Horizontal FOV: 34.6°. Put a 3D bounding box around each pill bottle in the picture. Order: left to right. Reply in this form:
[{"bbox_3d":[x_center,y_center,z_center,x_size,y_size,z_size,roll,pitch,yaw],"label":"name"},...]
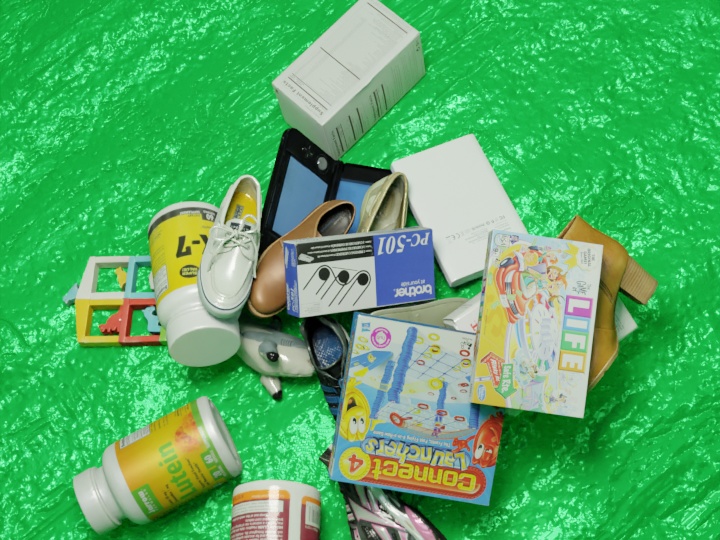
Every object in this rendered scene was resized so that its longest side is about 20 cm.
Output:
[{"bbox_3d":[-0.261,0.255,1.482,0.198,0.111,0.112,-28,65,-3],"label":"pill bottle"},{"bbox_3d":[-0.219,0.018,1.540,0.113,0.115,0.202,-16,56,2],"label":"pill bottle"},{"bbox_3d":[-0.106,0.367,1.406,0.112,0.114,0.203,-2,66,8],"label":"pill bottle"}]

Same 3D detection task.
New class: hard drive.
[{"bbox_3d":[0.141,-0.085,1.600,0.130,0.025,0.202,-20,65,-12],"label":"hard drive"}]

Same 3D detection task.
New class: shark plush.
[{"bbox_3d":[-0.133,0.095,1.578,0.083,0.092,0.199,-35,43,-28],"label":"shark plush"}]

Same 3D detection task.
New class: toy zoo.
[{"bbox_3d":[-0.325,0.043,1.634,0.197,0.021,0.133,-2,66,8],"label":"toy zoo"}]

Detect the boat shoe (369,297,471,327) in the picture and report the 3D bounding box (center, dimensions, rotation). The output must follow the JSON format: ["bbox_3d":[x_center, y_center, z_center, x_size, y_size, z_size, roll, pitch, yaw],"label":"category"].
[{"bbox_3d":[0.092,0.077,1.525,0.196,0.066,0.076,-7,90,-13],"label":"boat shoe"}]

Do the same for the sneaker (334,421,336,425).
[{"bbox_3d":[0.073,0.193,1.486,0.198,0.060,0.105,19,72,21],"label":"sneaker"}]

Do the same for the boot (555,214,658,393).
[{"bbox_3d":[0.255,0.048,1.402,0.143,0.071,0.202,34,83,-1],"label":"boot"}]

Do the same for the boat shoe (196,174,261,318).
[{"bbox_3d":[-0.157,-0.041,1.475,0.074,0.086,0.204,17,52,-8],"label":"boat shoe"}]

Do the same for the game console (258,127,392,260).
[{"bbox_3d":[-0.035,-0.079,1.592,0.115,0.175,0.203,-6,61,38],"label":"game console"}]

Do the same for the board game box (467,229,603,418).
[{"bbox_3d":[0.204,0.062,1.347,0.132,0.034,0.203,7,86,-3],"label":"board game box"}]

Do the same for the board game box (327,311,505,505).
[{"bbox_3d":[0.073,0.165,1.385,0.197,0.056,0.199,9,91,-4],"label":"board game box"}]

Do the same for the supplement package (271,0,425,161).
[{"bbox_3d":[-0.015,-0.278,1.674,0.200,0.110,0.114,-44,67,-11],"label":"supplement package"}]

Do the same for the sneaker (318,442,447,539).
[{"bbox_3d":[0.010,0.301,1.439,0.086,0.080,0.200,-48,62,-1],"label":"sneaker"}]

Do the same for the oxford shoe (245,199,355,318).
[{"bbox_3d":[-0.078,-0.022,1.509,0.071,0.071,0.201,42,70,-11],"label":"oxford shoe"}]

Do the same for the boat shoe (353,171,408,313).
[{"bbox_3d":[0.027,-0.035,1.561,0.072,0.063,0.203,21,67,-17],"label":"boat shoe"}]

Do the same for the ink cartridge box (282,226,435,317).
[{"bbox_3d":[0.000,0.000,1.489,0.197,0.044,0.096,-7,98,-26],"label":"ink cartridge box"}]

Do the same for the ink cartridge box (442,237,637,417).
[{"bbox_3d":[0.225,0.068,1.469,0.199,0.084,0.147,-33,93,-6],"label":"ink cartridge box"}]

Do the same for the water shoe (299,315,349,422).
[{"bbox_3d":[-0.024,0.145,1.459,0.071,0.079,0.201,-35,63,7],"label":"water shoe"}]
